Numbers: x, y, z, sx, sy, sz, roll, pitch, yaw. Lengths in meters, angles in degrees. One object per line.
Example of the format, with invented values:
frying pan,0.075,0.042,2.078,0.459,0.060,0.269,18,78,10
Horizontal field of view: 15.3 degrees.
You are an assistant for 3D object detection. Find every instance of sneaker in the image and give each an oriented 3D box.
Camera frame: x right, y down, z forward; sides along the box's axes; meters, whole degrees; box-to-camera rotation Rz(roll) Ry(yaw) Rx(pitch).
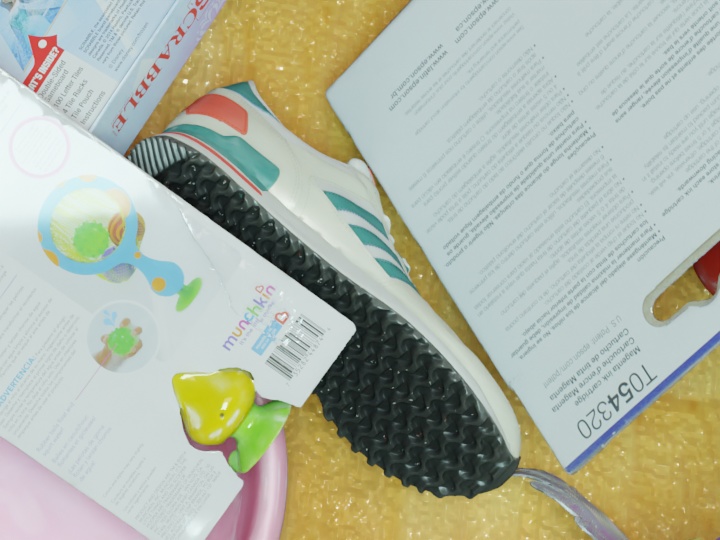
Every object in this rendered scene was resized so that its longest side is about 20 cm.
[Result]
sneaker,-0.001,0.000,1.086,0.200,0.070,0.093,42,42,-3

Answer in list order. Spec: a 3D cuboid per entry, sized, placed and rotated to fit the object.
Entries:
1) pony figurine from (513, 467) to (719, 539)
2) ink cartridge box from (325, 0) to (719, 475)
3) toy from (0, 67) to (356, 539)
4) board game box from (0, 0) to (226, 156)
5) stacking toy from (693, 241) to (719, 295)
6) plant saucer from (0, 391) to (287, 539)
pony figurine,0.134,0.150,1.042,0.193,0.200,0.167,51,32,-3
ink cartridge box,0.102,-0.056,1.061,0.043,0.196,0.201,-5,57,-53
toy,-0.115,0.008,1.037,0.200,0.047,0.115,36,93,-8
board game box,-0.128,-0.172,1.087,0.199,0.041,0.201,31,82,19
stacking toy,0.191,-0.063,1.095,0.085,0.201,0.086,12,44,-12
plant saucer,-0.130,0.083,1.075,0.199,0.051,0.202,2,78,-8
